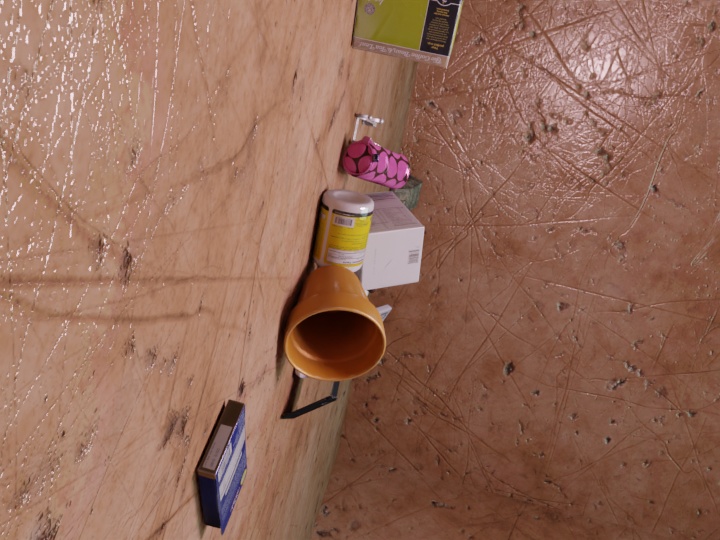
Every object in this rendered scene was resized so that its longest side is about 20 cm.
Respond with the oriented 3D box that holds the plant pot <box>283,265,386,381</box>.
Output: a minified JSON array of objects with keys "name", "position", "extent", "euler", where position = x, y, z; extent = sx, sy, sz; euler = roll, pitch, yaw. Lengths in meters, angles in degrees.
[{"name":"plant pot","position":[-0.056,0.092,1.438],"extent":[0.183,0.200,0.200],"euler":[-96,-167,-51]}]

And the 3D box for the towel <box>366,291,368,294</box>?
[{"name":"towel","position":[0.000,0.000,1.996],"extent":[0.200,0.031,0.149],"euler":[62,17,-85]}]

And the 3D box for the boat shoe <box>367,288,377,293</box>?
[{"name":"boat shoe","position":[0.051,-0.005,1.796],"extent":[0.070,0.070,0.200],"euler":[-51,176,41]}]

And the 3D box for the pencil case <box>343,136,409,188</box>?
[{"name":"pencil case","position":[0.046,-0.254,1.676],"extent":[0.200,0.091,0.094],"euler":[6,101,-62]}]

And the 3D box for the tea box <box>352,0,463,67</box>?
[{"name":"tea box","position":[0.102,-0.535,1.402],"extent":[0.134,0.200,0.197],"euler":[-71,174,-55]}]

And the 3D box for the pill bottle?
[{"name":"pill bottle","position":[-0.042,-0.065,1.517],"extent":[0.112,0.112,0.200],"euler":[-66,168,-67]}]

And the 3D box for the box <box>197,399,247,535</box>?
[{"name":"box","position":[-0.204,0.302,1.059],"extent":[0.121,0.032,0.200],"euler":[-72,172,-45]}]

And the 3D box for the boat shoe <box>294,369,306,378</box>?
[{"name":"boat shoe","position":[-0.106,0.186,1.722],"extent":[0.200,0.068,0.072],"euler":[-43,149,-40]}]

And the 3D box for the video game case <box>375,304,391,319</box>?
[{"name":"video game case","position":[-0.008,0.176,1.887],"extent":[0.182,0.022,0.200],"euler":[-56,163,18]}]

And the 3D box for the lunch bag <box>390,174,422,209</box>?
[{"name":"lunch bag","position":[0.216,-0.382,3.620],"extent":[0.200,0.118,0.164],"euler":[-33,145,-41]}]

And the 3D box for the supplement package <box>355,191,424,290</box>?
[{"name":"supplement package","position":[0.040,-0.076,1.681],"extent":[0.200,0.150,0.152],"euler":[-124,-149,-52]}]

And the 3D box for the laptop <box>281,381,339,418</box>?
[{"name":"laptop","position":[-0.108,0.273,1.722],"extent":[0.187,0.200,0.116],"euler":[80,-13,-78]}]

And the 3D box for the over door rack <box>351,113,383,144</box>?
[{"name":"over door rack","position":[0.015,-0.316,1.789],"extent":[0.200,0.067,0.148],"euler":[-46,149,-81]}]
